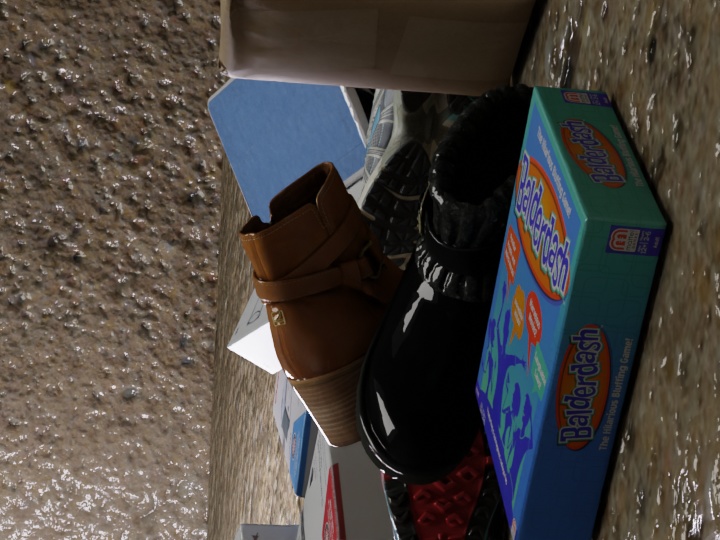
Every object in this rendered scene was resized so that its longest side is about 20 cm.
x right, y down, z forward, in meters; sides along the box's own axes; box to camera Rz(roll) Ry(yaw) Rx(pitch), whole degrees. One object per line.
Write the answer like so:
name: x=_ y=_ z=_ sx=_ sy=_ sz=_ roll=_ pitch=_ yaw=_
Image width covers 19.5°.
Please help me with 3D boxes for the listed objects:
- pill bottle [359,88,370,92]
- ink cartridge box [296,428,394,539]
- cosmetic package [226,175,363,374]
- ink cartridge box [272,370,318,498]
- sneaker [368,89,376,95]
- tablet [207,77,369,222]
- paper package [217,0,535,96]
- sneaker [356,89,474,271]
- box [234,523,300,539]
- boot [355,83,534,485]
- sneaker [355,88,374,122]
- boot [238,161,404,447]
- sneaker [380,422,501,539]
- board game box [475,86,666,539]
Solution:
pill bottle: x=-0.022 y=-0.124 z=1.806 sx=0.111 sy=0.110 sz=0.201 roll=-99 pitch=16 yaw=-56
ink cartridge box: x=0.001 y=0.222 z=1.584 sx=0.145 sy=0.083 sz=0.201 roll=-97 pitch=14 yaw=-49
cosmetic package: x=-0.021 y=-0.013 z=1.637 sx=0.200 sy=0.052 sz=0.151 roll=-32 pitch=32 yaw=60
ink cartridge box: x=-0.019 y=0.092 z=1.782 sx=0.200 sy=0.085 sz=0.147 roll=-119 pitch=34 yaw=-71
sneaker: x=0.023 y=-0.220 z=1.577 sx=0.130 sy=0.079 sz=0.200 roll=-61 pitch=-22 yaw=-74
tablet: x=-0.055 y=-0.110 z=1.637 sx=0.200 sy=0.014 sz=0.131 roll=-32 pitch=79 yaw=56
paper package: x=0.008 y=-0.219 z=1.373 sx=0.104 sy=0.199 sz=0.191 roll=105 pitch=165 yaw=-53
sneaker: x=0.039 y=-0.090 z=1.520 sx=0.086 sy=0.077 sz=0.201 roll=-133 pitch=57 yaw=-70
box: x=-0.055 y=0.292 z=1.785 sx=0.200 sy=0.124 sz=0.098 roll=112 pitch=160 yaw=-65
boot: x=0.058 y=0.007 z=1.236 sx=0.158 sy=0.079 sz=0.212 roll=112 pitch=173 yaw=-63
sneaker: x=-0.039 y=-0.100 z=1.699 sx=0.200 sy=0.066 sz=0.079 roll=1 pitch=117 yaw=54
boot: x=0.000 y=0.000 z=1.350 sx=0.200 sy=0.076 sz=0.156 roll=-41 pitch=-66 yaw=-43
sneaker: x=0.046 y=0.174 z=1.338 sx=0.096 sy=0.079 sz=0.201 roll=116 pitch=157 yaw=-72
board game box: x=0.107 y=0.024 z=1.118 sx=0.152 sy=0.045 sz=0.201 roll=-101 pitch=18 yaw=-60
